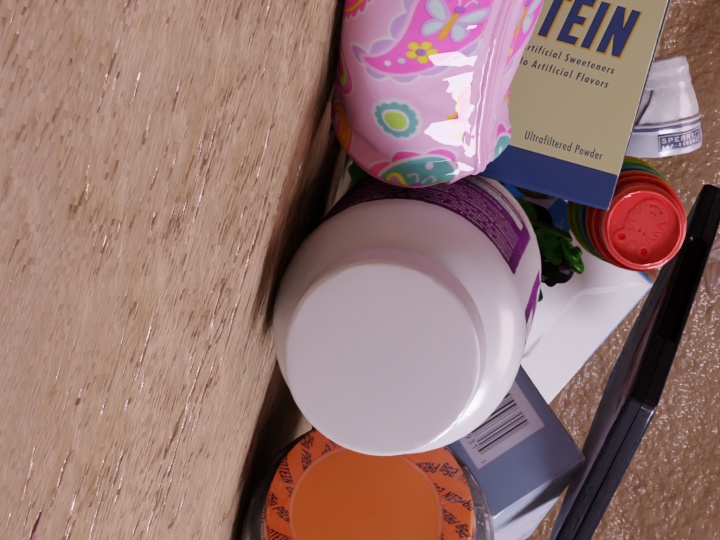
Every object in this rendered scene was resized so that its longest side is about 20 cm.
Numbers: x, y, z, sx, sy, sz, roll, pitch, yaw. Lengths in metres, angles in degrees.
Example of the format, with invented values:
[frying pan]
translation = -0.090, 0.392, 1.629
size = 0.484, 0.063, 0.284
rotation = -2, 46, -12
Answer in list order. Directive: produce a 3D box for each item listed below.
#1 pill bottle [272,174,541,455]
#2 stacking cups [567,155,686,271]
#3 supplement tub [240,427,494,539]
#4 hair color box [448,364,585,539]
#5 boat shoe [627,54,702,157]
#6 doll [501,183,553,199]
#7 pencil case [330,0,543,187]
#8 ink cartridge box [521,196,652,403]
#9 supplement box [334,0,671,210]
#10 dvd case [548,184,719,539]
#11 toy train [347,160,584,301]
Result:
[pill bottle]
translation = 0.021, 0.017, 1.145
size = 0.200, 0.112, 0.113
rotation = -54, 158, -77
[stacking cups]
translation = 0.142, -0.031, 1.325
size = 0.200, 0.060, 0.061
rotation = -56, 161, -88
[supplement tub]
translation = 0.002, 0.147, 1.260
size = 0.200, 0.122, 0.123
rotation = 94, 12, -68
[hair color box]
translation = 0.054, 0.096, 1.361
size = 0.060, 0.099, 0.200
rotation = -31, 168, -13
[boat shoe]
translation = 0.131, -0.127, 1.547
size = 0.202, 0.074, 0.087
rotation = 26, -56, 60
[doll]
translation = 0.085, -0.093, 1.491
size = 0.200, 0.048, 0.137
rotation = -117, -144, -60
[pencil case]
translation = 0.039, -0.126, 1.062
size = 0.201, 0.087, 0.088
rotation = 104, 4, -47
[ink cartridge box]
translation = 0.087, 0.002, 1.551
size = 0.116, 0.067, 0.200
rotation = -49, -160, 5
[supplement box]
translation = 0.087, -0.153, 1.242
size = 0.200, 0.133, 0.201
rotation = -51, 156, -78
[dvd case]
translation = 0.138, 0.061, 1.315
size = 0.200, 0.017, 0.143
rotation = -61, 174, -53
[toy train]
translation = 0.058, -0.027, 1.346
size = 0.042, 0.057, 0.200
rotation = -35, 155, 20
